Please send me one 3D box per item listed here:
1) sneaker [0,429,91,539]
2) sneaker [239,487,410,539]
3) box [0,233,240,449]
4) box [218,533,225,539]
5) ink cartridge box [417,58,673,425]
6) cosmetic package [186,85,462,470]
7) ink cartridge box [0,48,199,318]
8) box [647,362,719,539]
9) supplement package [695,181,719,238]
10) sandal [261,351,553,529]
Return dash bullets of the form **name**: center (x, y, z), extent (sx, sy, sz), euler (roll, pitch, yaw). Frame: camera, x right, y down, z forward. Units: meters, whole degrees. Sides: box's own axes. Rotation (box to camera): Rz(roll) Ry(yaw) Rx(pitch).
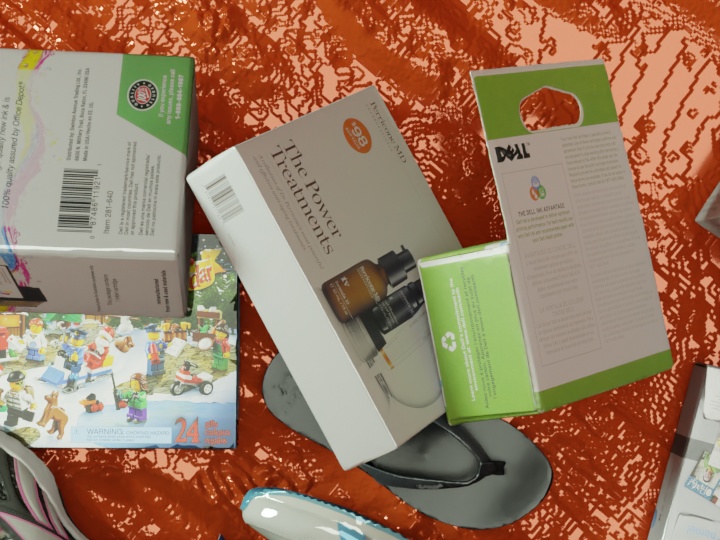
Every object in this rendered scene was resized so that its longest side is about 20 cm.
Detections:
- **sneaker**: center (-0.212, 0.174, 1.113), extent (0.200, 0.086, 0.080), euler (40, 111, -7)
- **sneaker**: center (0.007, 0.203, 1.144), extent (0.199, 0.077, 0.081), euler (31, 84, -1)
- **box**: center (-0.177, 0.044, 1.157), extent (0.199, 0.038, 0.138), euler (0, 90, -2)
- **box**: center (-0.032, 0.253, 1.121), extent (0.032, 0.121, 0.201), euler (-29, 91, -1)
- **ink cartridge box**: center (0.106, -0.021, 1.110), extent (0.076, 0.147, 0.201), euler (-12, 90, 42)
- **cosmetic package**: center (0.000, 0.000, 1.112), extent (0.052, 0.151, 0.201), euler (-28, 92, 38)
- **ink cartridge box**: center (-0.202, -0.055, 1.108), extent (0.199, 0.084, 0.146), euler (2, 61, -2)
- **box**: center (0.268, 0.176, 1.171), extent (0.155, 0.041, 0.201), euler (14, 89, -1)
- **supplement package**: center (0.319, -0.085, 1.136), extent (0.109, 0.114, 0.201), euler (34, 88, -2)
- **sandal**: center (0.028, 0.111, 1.161), extent (0.199, 0.043, 0.076), euler (23, 89, -2)
